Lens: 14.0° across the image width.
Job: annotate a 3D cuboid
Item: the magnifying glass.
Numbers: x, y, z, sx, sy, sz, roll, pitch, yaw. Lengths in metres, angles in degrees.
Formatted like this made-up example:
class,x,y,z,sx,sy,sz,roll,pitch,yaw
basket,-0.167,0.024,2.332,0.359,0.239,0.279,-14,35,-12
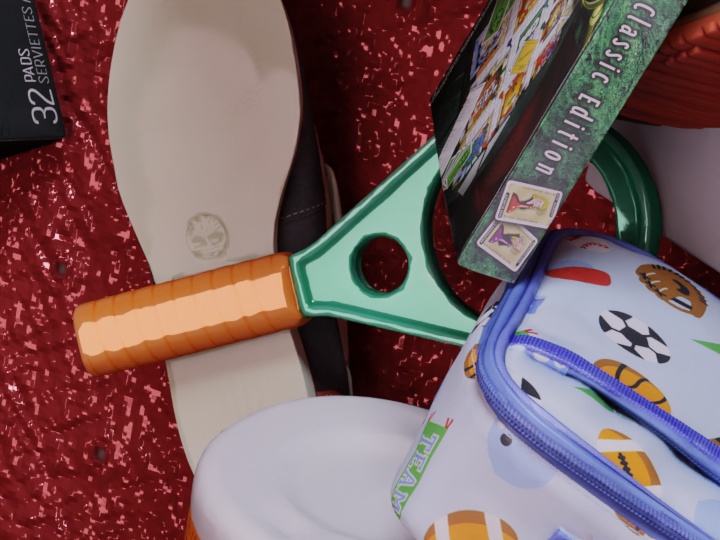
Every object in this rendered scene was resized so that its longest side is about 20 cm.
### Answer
class,x,y,z,sx,sy,sz,roll,pitch,yaw
magnifying glass,0.000,0.000,0.943,0.199,0.022,0.080,-14,87,20

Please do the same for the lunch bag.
class,x,y,z,sx,sy,sz,roll,pitch,yaw
lunch bag,0.111,0.079,0.839,0.200,0.160,0.076,33,112,1

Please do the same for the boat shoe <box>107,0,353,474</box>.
class,x,y,z,sx,sy,sz,roll,pitch,yaw
boat shoe,-0.038,-0.016,1.000,0.071,0.063,0.201,-9,88,20

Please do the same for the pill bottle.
class,x,y,z,sx,sy,sz,roll,pitch,yaw
pill bottle,-0.009,0.153,0.937,0.114,0.114,0.201,25,121,28

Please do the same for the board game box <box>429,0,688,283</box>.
class,x,y,z,sx,sy,sz,roll,pitch,yaw
board game box,0.078,-0.102,0.832,0.023,0.105,0.200,24,116,-14

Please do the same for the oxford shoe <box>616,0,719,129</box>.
class,x,y,z,sx,sy,sz,roll,pitch,yaw
oxford shoe,0.125,-0.093,0.829,0.200,0.071,0.073,-27,57,54

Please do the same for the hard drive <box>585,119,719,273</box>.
class,x,y,z,sx,sy,sz,roll,pitch,yaw
hard drive,0.145,-0.086,0.869,0.132,0.027,0.201,36,124,35

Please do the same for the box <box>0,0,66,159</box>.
class,x,y,z,sx,sy,sz,roll,pitch,yaw
box,-0.215,-0.126,1.051,0.124,0.148,0.201,-16,85,32
